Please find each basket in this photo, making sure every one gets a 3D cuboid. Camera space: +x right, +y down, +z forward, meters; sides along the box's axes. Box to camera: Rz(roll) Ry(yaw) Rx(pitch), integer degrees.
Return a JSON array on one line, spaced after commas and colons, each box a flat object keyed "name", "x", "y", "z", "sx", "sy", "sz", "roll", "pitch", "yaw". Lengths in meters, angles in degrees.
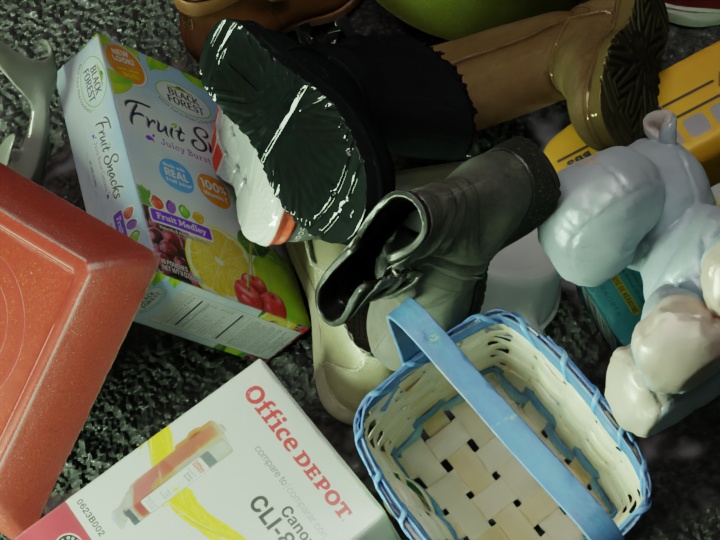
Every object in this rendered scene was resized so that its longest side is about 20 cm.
[{"name": "basket", "x": 0.083, "y": 0.109, "z": 1.141, "sx": 0.139, "sy": 0.200, "sz": 0.177, "roll": -36, "pitch": 72, "yaw": -11}]

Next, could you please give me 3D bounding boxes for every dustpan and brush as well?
[{"name": "dustpan and brush", "x": 0.094, "y": 0.015, "z": 1.275, "sx": 0.139, "sy": 0.057, "sz": 0.200, "roll": -9, "pitch": 45, "yaw": -35}]

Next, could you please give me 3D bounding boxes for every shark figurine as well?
[{"name": "shark figurine", "x": -0.258, "y": -0.057, "z": 1.348, "sx": 0.089, "sy": 0.214, "sz": 0.129, "roll": -7, "pitch": 65, "yaw": -37}]

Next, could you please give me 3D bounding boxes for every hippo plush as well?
[{"name": "hippo plush", "x": 0.194, "y": -0.020, "z": 1.142, "sx": 0.199, "sy": 0.160, "sz": 0.161, "roll": -15, "pitch": 62, "yaw": -37}]

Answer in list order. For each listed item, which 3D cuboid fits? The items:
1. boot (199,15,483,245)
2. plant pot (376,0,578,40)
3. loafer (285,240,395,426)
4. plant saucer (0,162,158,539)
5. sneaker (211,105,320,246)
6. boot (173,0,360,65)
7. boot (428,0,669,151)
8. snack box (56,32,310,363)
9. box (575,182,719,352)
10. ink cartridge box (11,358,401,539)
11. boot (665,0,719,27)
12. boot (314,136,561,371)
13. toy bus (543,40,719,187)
[{"name": "boot", "x": 0.008, "y": -0.087, "z": 1.219, "sx": 0.198, "sy": 0.162, "sz": 0.074, "roll": 51, "pitch": 124, "yaw": 38}, {"name": "plant pot", "x": 0.094, "y": -0.287, "z": 1.355, "sx": 0.186, "sy": 0.200, "sz": 0.188, "roll": 5, "pitch": 60, "yaw": -9}, {"name": "loafer", "x": 0.000, "y": 0.000, "z": 1.303, "sx": 0.075, "sy": 0.068, "sz": 0.201, "roll": 2, "pitch": 61, "yaw": -27}, {"name": "plant saucer", "x": -0.247, "y": 0.037, "z": 1.252, "sx": 0.199, "sy": 0.037, "sz": 0.201, "roll": 29, "pitch": 95, "yaw": 26}, {"name": "sneaker", "x": -0.045, "y": -0.078, "z": 1.299, "sx": 0.081, "sy": 0.077, "sz": 0.201, "roll": 9, "pitch": 37, "yaw": -21}, {"name": "boot", "x": -0.063, "y": -0.233, "z": 1.417, "sx": 0.076, "sy": 0.156, "sz": 0.200, "roll": 33, "pitch": 71, "yaw": 28}, {"name": "boot", "x": 0.096, "y": -0.110, "z": 1.307, "sx": 0.199, "sy": 0.066, "sz": 0.175, "roll": -15, "pitch": 26, "yaw": 29}, {"name": "snack box", "x": -0.119, "y": -0.047, "z": 1.327, "sx": 0.053, "sy": 0.142, "sz": 0.201, "roll": -37, "pitch": 52, "yaw": 27}, {"name": "box", "x": 0.241, "y": -0.010, "z": 1.275, "sx": 0.199, "sy": 0.049, "sz": 0.083, "roll": -27, "pitch": 57, "yaw": -3}, {"name": "ink cartridge box", "x": -0.092, "y": 0.173, "z": 1.223, "sx": 0.199, "sy": 0.084, "sz": 0.145, "roll": -36, "pitch": 58, "yaw": -9}, {"name": "boot", "x": 0.255, "y": -0.228, "z": 1.347, "sx": 0.199, "sy": 0.145, "sz": 0.073, "roll": 11, "pitch": 64, "yaw": 21}, {"name": "boot", "x": 0.019, "y": 0.002, "z": 1.140, "sx": 0.130, "sy": 0.200, "sz": 0.068, "roll": -22, "pitch": 67, "yaw": -39}, {"name": "toy bus", "x": 0.217, "y": -0.093, "z": 1.321, "sx": 0.199, "sy": 0.065, "sz": 0.079, "roll": -28, "pitch": 57, "yaw": -4}]
